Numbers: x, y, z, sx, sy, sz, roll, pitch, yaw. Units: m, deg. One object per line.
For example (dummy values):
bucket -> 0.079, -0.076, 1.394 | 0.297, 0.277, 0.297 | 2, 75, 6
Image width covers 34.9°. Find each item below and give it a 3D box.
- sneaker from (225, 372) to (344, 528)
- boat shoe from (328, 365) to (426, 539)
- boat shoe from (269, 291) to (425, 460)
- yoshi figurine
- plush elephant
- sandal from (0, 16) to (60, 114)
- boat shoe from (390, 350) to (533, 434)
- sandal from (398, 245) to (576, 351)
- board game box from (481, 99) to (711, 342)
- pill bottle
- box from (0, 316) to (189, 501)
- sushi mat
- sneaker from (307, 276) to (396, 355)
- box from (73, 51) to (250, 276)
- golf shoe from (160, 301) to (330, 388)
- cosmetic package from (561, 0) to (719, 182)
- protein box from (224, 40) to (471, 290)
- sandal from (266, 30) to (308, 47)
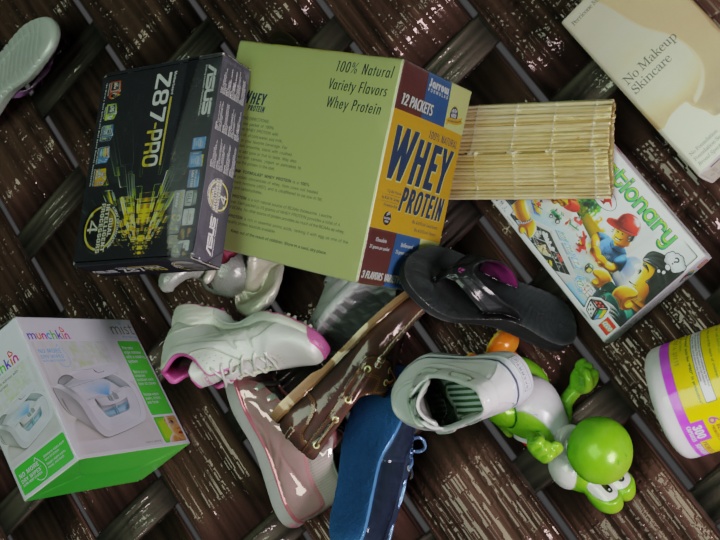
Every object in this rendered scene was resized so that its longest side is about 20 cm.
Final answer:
sneaker -> -0.069, 0.165, 1.234 | 0.104, 0.075, 0.202 | -28, 78, 22
boat shoe -> 0.017, 0.200, 1.184 | 0.084, 0.069, 0.202 | 6, 68, 41
boat shoe -> 0.001, 0.106, 1.172 | 0.200, 0.070, 0.070 | -45, 78, -1
yoshi figurine -> 0.185, 0.138, 1.083 | 0.200, 0.112, 0.113 | 43, 100, 20
plush elephant -> -0.162, -0.037, 1.245 | 0.164, 0.198, 0.157 | 27, 114, 49
sandal -> -0.429, -0.253, 1.461 | 0.202, 0.050, 0.083 | -30, 59, 37
boat shoe -> 0.073, 0.114, 1.062 | 0.200, 0.066, 0.074 | -30, 83, 56
sandal -> 0.127, 0.018, 1.077 | 0.048, 0.199, 0.076 | -45, 37, 45
board game box -> 0.224, -0.048, 1.108 | 0.126, 0.035, 0.201 | -44, 69, 19
pill bottle -> 0.356, 0.086, 0.993 | 0.199, 0.104, 0.105 | -24, 77, 25
box -> -0.317, 0.151, 1.294 | 0.096, 0.199, 0.178 | -36, 71, 21
sushi mat -> 0.152, -0.117, 1.123 | 0.198, 0.012, 0.097 | 2, 88, 30
sneaker -> 0.000, 0.000, 1.218 | 0.201, 0.074, 0.082 | -58, 40, 14
box -> -0.191, -0.098, 1.095 | 0.160, 0.049, 0.202 | -1, 74, 32
golf shoe -> -0.124, 0.089, 1.194 | 0.198, 0.076, 0.092 | 3, 53, 32
cosmetic package -> 0.291, -0.190, 1.058 | 0.105, 0.071, 0.201 | -45, 69, 19
protein box -> -0.025, -0.100, 1.110 | 0.197, 0.134, 0.202 | 13, 92, 33
sandal -> -0.048, -0.187, 1.254 | 0.082, 0.054, 0.200 | -52, 52, 17
